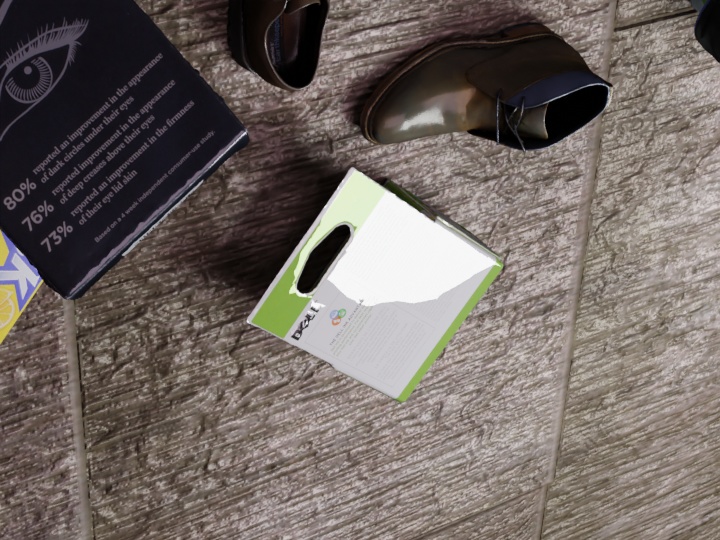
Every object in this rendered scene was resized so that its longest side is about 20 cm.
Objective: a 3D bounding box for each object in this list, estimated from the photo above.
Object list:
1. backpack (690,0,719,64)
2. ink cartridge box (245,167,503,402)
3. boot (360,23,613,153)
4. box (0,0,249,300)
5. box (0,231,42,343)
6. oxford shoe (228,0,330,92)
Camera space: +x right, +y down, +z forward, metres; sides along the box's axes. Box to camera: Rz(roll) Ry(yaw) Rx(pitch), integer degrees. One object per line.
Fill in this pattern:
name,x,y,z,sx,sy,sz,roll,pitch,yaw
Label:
backpack,0.399,-0.246,1.255,0.198,0.148,0.184,3,131,-34
ink cartridge box,0.000,0.000,1.176,0.199,0.076,0.149,30,99,-44
boot,0.101,-0.134,1.147,0.198,0.097,0.075,-25,131,-22
box,-0.185,-0.104,0.876,0.148,0.104,0.200,-42,95,-5
box,-0.249,-0.017,0.982,0.070,0.064,0.201,29,98,-45
oxford shoe,-0.049,-0.215,0.988,0.072,0.084,0.202,-22,128,-22
